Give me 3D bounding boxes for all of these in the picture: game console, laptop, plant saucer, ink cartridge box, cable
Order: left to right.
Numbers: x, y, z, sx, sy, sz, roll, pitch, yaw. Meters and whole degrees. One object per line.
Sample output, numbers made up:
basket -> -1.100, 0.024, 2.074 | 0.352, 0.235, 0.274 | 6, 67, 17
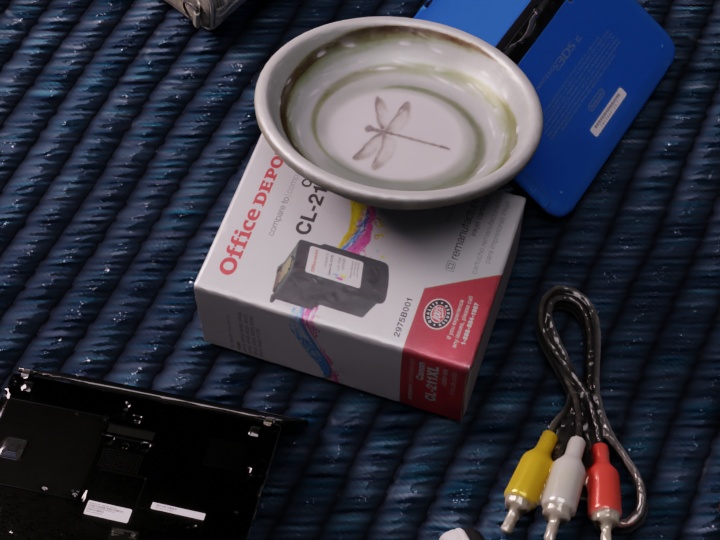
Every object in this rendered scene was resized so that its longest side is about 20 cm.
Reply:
laptop -> -0.139, 0.129, 0.895 | 0.176, 0.104, 0.201 | 10, 49, 7
ink cartridge box -> 0.000, 0.000, 1.001 | 0.199, 0.083, 0.146 | 16, 62, 9
plant saucer -> 0.025, -0.100, 0.987 | 0.198, 0.050, 0.201 | 3, 45, -3
game console -> 0.121, -0.152, 1.125 | 0.171, 0.118, 0.200 | 43, 66, -12
cable -> 0.154, 0.098, 0.962 | 0.096, 0.050, 0.201 | 9, 62, 5

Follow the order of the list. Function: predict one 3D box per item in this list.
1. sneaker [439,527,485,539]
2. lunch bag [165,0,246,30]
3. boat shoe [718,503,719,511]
sneaker -> 0.131, 0.240, 0.876 | 0.111, 0.073, 0.201 | -19, 70, -14
lunch bag -> -0.107, -0.307, 1.154 | 0.200, 0.139, 0.168 | -41, 84, -20
boat shoe -> 0.280, 0.086, 0.959 | 0.070, 0.071, 0.200 | 31, 57, 9
